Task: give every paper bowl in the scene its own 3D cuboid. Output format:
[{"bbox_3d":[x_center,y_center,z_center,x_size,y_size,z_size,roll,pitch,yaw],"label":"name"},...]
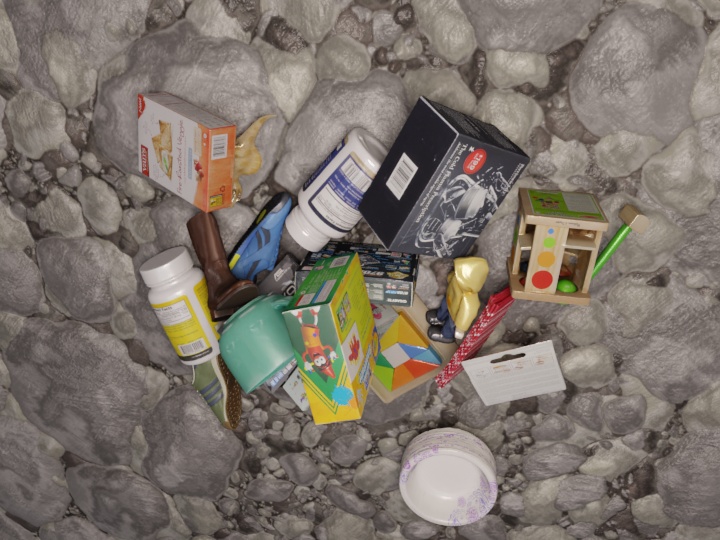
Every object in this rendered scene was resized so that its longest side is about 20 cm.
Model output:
[{"bbox_3d":[0.179,0.410,1.209,0.195,0.105,0.205,4,117,8],"label":"paper bowl"}]

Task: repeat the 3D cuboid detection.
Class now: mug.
[{"bbox_3d":[-0.150,0.103,0.994,0.184,0.152,0.115,-38,85,2],"label":"mug"}]

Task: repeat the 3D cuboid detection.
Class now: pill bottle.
[{"bbox_3d":[-0.035,-0.127,0.981,0.111,0.112,0.200,41,116,-12],"label":"pill bottle"},{"bbox_3d":[-0.332,0.066,1.125,0.112,0.115,0.204,-14,113,16],"label":"pill bottle"}]

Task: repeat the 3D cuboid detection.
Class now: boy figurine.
[{"bbox_3d":[0.165,0.051,1.004,0.063,0.127,0.202,4,146,-7],"label":"boy figurine"}]

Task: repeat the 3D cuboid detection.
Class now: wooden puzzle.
[{"bbox_3d":[0.071,0.154,1.141,0.198,0.037,0.186,-35,105,23],"label":"wooden puzzle"}]

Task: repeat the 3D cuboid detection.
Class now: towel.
[{"bbox_3d":[0.211,0.111,1.044,0.022,0.144,0.202,39,119,20],"label":"towel"}]

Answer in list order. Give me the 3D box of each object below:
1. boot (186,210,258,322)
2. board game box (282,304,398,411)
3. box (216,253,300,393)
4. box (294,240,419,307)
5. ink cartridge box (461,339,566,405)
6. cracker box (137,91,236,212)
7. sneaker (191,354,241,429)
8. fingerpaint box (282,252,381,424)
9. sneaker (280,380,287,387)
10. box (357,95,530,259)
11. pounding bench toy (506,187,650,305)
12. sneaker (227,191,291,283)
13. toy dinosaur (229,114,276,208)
[{"bbox_3d":[-0.246,-0.029,1.022,0.185,0.063,0.205,-31,71,52],"label":"boot"},{"bbox_3d":[-0.033,0.145,1.065,0.064,0.147,0.201,43,113,15],"label":"board game box"},{"bbox_3d":[-0.144,0.096,1.093,0.200,0.050,0.158,-44,88,8],"label":"box"},{"bbox_3d":[0.000,0.000,1.008,0.194,0.160,0.047,5,113,7],"label":"box"},{"bbox_3d":[0.274,0.172,1.061,0.159,0.051,0.201,-16,139,17],"label":"ink cartridge box"},{"bbox_3d":[-0.289,-0.198,0.970,0.198,0.057,0.137,29,123,32],"label":"cracker box"},{"bbox_3d":[-0.309,0.239,1.238,0.088,0.067,0.205,3,116,17],"label":"sneaker"},{"bbox_3d":[-0.034,0.090,0.853,0.072,0.201,0.171,-10,109,14],"label":"fingerpaint box"},{"bbox_3d":[-0.164,0.177,1.152,0.198,0.088,0.076,37,144,-8],"label":"sneaker"},{"bbox_3d":[0.126,-0.131,0.903,0.179,0.105,0.202,3,128,-42],"label":"box"},{"bbox_3d":[0.346,-0.029,0.953,0.194,0.125,0.160,6,117,7],"label":"pounding bench toy"},{"bbox_3d":[-0.169,-0.055,1.069,0.078,0.067,0.201,32,118,-17],"label":"sneaker"},{"bbox_3d":[-0.213,-0.208,1.014,0.099,0.059,0.202,19,125,-17],"label":"toy dinosaur"}]
